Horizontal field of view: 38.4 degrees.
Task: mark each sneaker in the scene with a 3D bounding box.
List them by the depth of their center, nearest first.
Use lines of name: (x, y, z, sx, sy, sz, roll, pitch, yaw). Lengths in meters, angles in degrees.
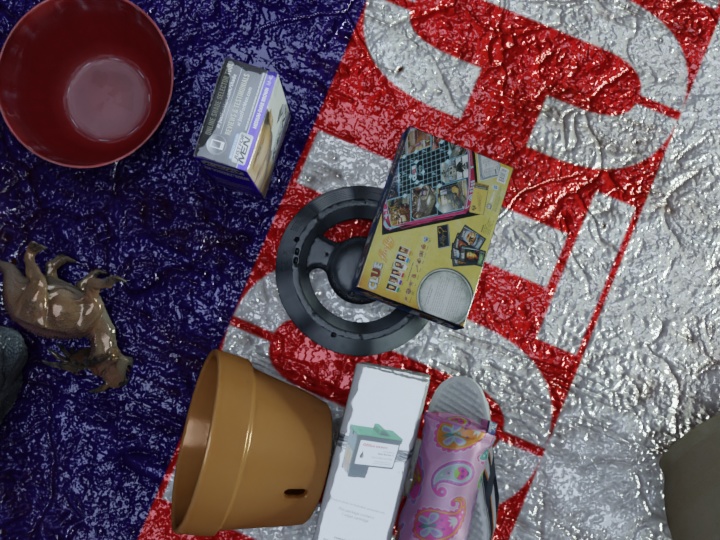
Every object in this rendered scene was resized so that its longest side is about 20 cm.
sneaker: (0.116, 0.221, 1.177, 0.078, 0.079, 0.201, -2, 83, 15)

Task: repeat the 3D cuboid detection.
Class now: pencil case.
pencil case: (0.087, 0.249, 1.099, 0.087, 0.087, 0.201, 15, 85, 2)

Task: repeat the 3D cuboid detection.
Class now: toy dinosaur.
toy dinosaur: (-0.348, 0.051, 1.188, 0.200, 0.086, 0.136, 23, 84, -1)

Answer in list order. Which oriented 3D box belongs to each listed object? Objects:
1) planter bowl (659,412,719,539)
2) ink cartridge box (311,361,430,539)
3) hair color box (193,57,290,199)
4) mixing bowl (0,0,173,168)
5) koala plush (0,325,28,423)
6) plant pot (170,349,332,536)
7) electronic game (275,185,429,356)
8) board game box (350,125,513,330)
planter bowl: (0.414, 0.234, 1.128, 0.200, 0.200, 0.135, -29, 59, -1)
ink cartridge box: (0.014, 0.204, 1.146, 0.084, 0.146, 0.201, 14, 86, 4)
hair color box: (-0.126, -0.151, 1.143, 0.065, 0.200, 0.110, 17, 86, 3)
mixing bowl: (-0.304, -0.209, 1.197, 0.199, 0.108, 0.201, 0, 86, 2)
koala plush: (-0.499, 0.114, 1.156, 0.200, 0.177, 0.184, 25, 69, 3)
plant pot: (-0.117, 0.198, 1.137, 0.140, 0.200, 0.201, 14, 86, -16)
electronic game: (0.000, 0.000, 1.210, 0.199, 0.042, 0.201, 1, 85, -7)
board game box: (0.083, -0.049, 1.189, 0.135, 0.035, 0.201, 21, 77, -10)
